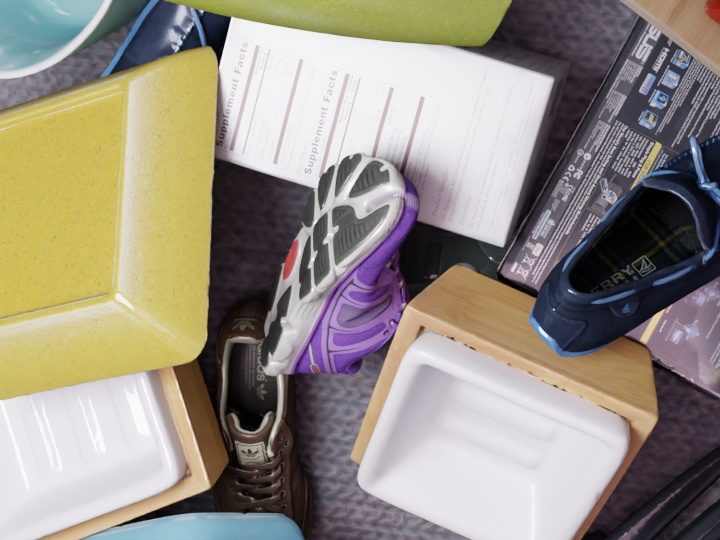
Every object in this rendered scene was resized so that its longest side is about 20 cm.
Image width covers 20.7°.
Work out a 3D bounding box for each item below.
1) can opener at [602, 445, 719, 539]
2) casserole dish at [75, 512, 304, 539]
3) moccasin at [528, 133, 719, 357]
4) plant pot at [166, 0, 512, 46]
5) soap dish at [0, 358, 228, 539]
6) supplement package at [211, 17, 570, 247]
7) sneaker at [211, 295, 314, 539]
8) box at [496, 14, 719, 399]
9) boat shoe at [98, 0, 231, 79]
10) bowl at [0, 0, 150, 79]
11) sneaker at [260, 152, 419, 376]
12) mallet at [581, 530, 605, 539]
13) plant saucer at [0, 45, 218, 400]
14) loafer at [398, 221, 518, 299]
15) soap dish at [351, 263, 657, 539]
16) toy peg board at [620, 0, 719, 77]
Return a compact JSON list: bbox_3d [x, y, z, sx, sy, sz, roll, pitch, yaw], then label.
[{"bbox_3d":[0.181,0.188,1.285,0.063,0.079,0.200,42,95,6],"label":"can opener"},{"bbox_3d":[-0.117,0.184,1.279,0.200,0.121,0.039,-19,70,48],"label":"casserole dish"},{"bbox_3d":[0.184,-0.021,1.136,0.080,0.068,0.200,41,64,13],"label":"moccasin"},{"bbox_3d":[-0.004,-0.208,1.126,0.199,0.187,0.188,22,103,-8],"label":"plant pot"},{"bbox_3d":[-0.186,0.093,1.291,0.200,0.081,0.158,-23,81,30],"label":"soap dish"},{"bbox_3d":[0.017,-0.103,1.234,0.199,0.114,0.110,18,103,7],"label":"supplement package"},{"bbox_3d":[-0.074,0.120,1.310,0.070,0.076,0.201,-2,99,10],"label":"sneaker"},{"bbox_3d":[0.200,-0.045,1.223,0.161,0.049,0.200,28,88,6],"label":"box"},{"bbox_3d":[-0.116,-0.125,1.278,0.069,0.084,0.200,47,120,15],"label":"boat shoe"},{"bbox_3d":[-0.194,-0.221,1.240,0.200,0.105,0.202,3,96,30],"label":"bowl"},{"bbox_3d":[0.000,0.000,1.201,0.083,0.200,0.081,9,58,-14],"label":"sneaker"},{"bbox_3d":[0.065,0.202,1.324,0.199,0.041,0.066,-25,93,9],"label":"mallet"},{"bbox_3d":[-0.179,-0.032,1.213,0.199,0.048,0.201,-13,68,36],"label":"plant saucer"},{"bbox_3d":[0.064,0.005,1.281,0.199,0.063,0.072,16,80,3],"label":"loafer"},{"bbox_3d":[0.087,0.091,1.220,0.157,0.081,0.200,23,147,3],"label":"soap dish"},{"bbox_3d":[0.244,-0.216,1.117,0.199,0.098,0.200,32,88,-27],"label":"toy peg board"}]
